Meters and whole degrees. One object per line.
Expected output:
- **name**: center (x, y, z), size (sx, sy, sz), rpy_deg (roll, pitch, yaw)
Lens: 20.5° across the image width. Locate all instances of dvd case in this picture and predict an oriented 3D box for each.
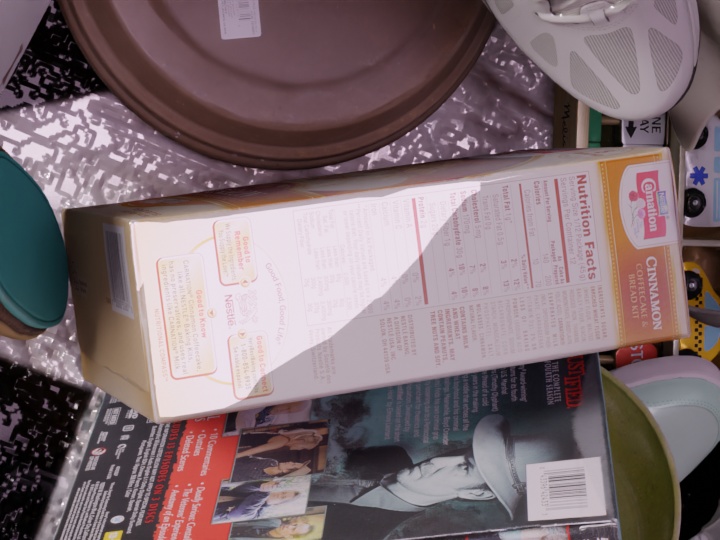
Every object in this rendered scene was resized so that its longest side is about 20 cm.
- **dvd case**: center (-0.008, 0.073, 0.731), size (0.199, 0.146, 0.022), rpy_deg (-8, 114, 6)

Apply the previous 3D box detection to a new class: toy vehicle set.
- **toy vehicle set**: center (0.145, -0.044, 0.865), size (0.124, 0.027, 0.201), rpy_deg (0, 93, -17)

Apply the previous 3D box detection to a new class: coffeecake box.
- **coffeecake box**: center (0.000, 0.000, 0.757), size (0.199, 0.153, 0.073), rpy_deg (-8, 95, -17)

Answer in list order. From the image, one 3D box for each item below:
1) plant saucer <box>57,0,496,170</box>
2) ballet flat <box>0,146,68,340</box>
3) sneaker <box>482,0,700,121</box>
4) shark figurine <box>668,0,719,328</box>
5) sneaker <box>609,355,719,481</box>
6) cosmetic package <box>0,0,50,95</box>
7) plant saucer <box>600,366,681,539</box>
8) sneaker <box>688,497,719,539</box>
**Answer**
- **plant saucer**: center (-0.028, -0.141, 0.806), size (0.199, 0.029, 0.201), rpy_deg (-1, 95, -17)
- **ballet flat**: center (-0.155, -0.022, 0.706), size (0.063, 0.200, 0.069), rpy_deg (-1, 73, 6)
- **sneaker**: center (0.058, -0.110, 0.681), size (0.076, 0.115, 0.201), rpy_deg (-24, 121, 20)
- **shark figurine**: center (0.180, -0.064, 0.780), size (0.089, 0.128, 0.215), rpy_deg (-32, 114, -29)
- **sneaker**: center (0.091, 0.122, 0.803), size (0.200, 0.118, 0.074), rpy_deg (-34, 129, -8)
- **cosmetic package**: center (-0.182, -0.171, 0.670), size (0.200, 0.167, 0.167), rpy_deg (28, 84, -7)
- **plant saucer**: center (0.027, 0.109, 0.769), size (0.200, 0.200, 0.031), rpy_deg (-34, 134, -12)
- **sneaker**: center (0.181, 0.138, 0.864), size (0.099, 0.078, 0.200), rpy_deg (25, 101, -45)
